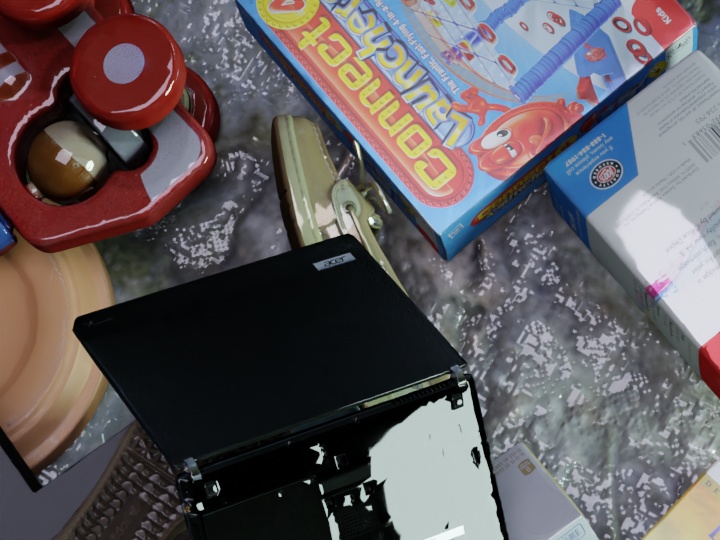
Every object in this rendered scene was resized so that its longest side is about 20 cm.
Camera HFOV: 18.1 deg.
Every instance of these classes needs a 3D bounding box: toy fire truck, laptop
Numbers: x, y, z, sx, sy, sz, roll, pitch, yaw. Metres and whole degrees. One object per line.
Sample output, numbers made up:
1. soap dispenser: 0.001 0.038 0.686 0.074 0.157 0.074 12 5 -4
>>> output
1. toy fire truck: -0.187 -0.095 1.325 0.168 0.112 0.200 -41 74 -2
2. laptop: -0.032 0.100 1.173 0.177 0.103 0.201 -18 100 -28

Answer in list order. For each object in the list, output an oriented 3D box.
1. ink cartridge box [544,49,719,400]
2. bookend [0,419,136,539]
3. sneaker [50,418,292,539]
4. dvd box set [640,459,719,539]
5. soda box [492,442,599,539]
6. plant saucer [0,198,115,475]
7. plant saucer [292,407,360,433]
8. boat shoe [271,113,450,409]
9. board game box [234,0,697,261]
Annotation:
1. ink cartridge box: 0.210 -0.010 1.272 0.116 0.067 0.200 -37 70 -4
2. bookend: -0.176 0.126 1.256 0.198 0.092 0.200 -36 83 -5
3. sneaker: -0.113 0.124 1.179 0.070 0.076 0.200 44 59 1
4. dvd box set: 0.181 0.225 1.237 0.200 0.029 0.146 -45 75 -6
5. soda box: 0.035 0.186 1.237 0.200 0.064 0.068 -36 47 -4
6. plant saucer: -0.244 0.035 1.337 0.199 0.032 0.201 -2 74 7
7. plant saucer: -0.022 0.106 1.261 0.070 0.019 0.200 -39 52 0
8. boat shoe: 0.000 0.000 1.303 0.062 0.073 0.201 -19 84 -5
9. board game box: 0.061 -0.145 1.337 0.196 0.056 0.200 -39 74 -5
